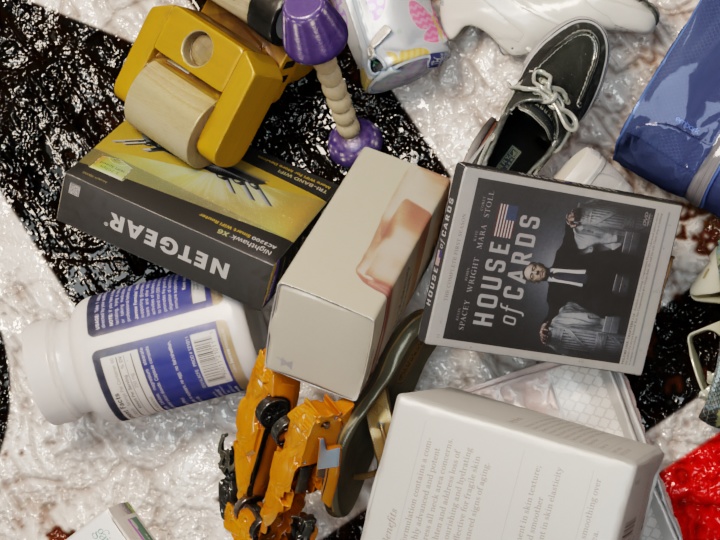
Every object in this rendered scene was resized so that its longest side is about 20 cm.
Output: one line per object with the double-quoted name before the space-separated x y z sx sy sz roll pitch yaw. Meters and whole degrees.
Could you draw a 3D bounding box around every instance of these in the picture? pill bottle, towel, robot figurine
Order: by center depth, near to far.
"robot figurine" -0.067 0.172 1.482 0.145 0.058 0.200 48 135 41
"towel" 0.162 0.183 1.498 0.191 0.032 0.200 -22 82 17
"pill bottle" -0.187 0.068 1.526 0.200 0.116 0.116 -14 84 6

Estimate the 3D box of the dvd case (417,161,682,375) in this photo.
"dvd case" 0.157 0.001 1.423 0.200 0.025 0.151 9 100 -20

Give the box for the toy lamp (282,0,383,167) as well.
"toy lamp" -0.024 -0.164 1.481 0.058 0.200 0.058 -8 57 12

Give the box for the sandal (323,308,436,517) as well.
"sandal" 0.026 0.130 1.504 0.054 0.080 0.200 30 92 23

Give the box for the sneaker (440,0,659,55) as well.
"sneaker" 0.165 -0.230 1.539 0.200 0.075 0.087 11 102 12

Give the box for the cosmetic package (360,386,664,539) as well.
"cosmetic package" 0.122 0.200 1.407 0.200 0.166 0.168 16 94 17

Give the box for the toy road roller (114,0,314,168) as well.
"toy road roller" -0.105 -0.191 1.524 0.123 0.146 0.200 34 102 24

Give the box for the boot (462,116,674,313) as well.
"boot" 0.174 -0.025 1.512 0.200 0.068 0.189 12 86 7

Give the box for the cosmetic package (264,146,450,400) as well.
"cosmetic package" 0.000 0.000 1.461 0.087 0.103 0.200 21 44 9

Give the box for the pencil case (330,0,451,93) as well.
"pencil case" 0.006 -0.257 1.542 0.083 0.091 0.200 -31 77 48

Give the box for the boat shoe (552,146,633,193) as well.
"boat shoe" 0.154 -0.008 1.466 0.068 0.072 0.200 37 87 -6

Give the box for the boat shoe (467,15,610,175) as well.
"boat shoe" 0.150 -0.133 1.464 0.074 0.068 0.199 40 82 -3

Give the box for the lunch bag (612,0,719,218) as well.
"lunch bag" 0.318 -0.149 1.470 0.132 0.136 0.200 31 88 8

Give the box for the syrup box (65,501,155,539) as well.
"syrup box" -0.269 0.296 1.534 0.200 0.081 0.079 -37 84 2

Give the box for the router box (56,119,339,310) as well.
"router box" -0.139 -0.060 1.511 0.200 0.157 0.052 23 125 8

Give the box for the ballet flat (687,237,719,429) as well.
"ballet flat" 0.314 0.040 1.492 0.074 0.074 0.200 1 82 7
